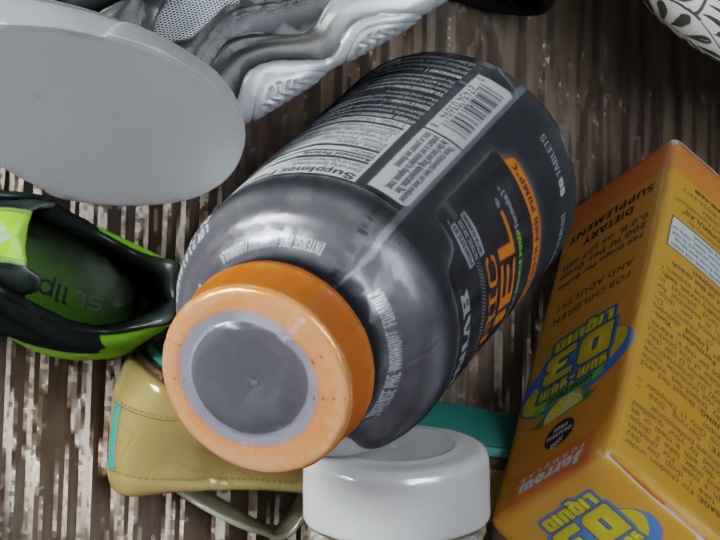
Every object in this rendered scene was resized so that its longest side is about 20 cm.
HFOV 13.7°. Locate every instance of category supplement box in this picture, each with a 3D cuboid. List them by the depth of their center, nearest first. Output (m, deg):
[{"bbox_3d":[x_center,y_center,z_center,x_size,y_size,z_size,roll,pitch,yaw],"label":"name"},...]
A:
[{"bbox_3d":[0.110,0.039,1.168,0.069,0.067,0.200,40,36,-19],"label":"supplement box"}]

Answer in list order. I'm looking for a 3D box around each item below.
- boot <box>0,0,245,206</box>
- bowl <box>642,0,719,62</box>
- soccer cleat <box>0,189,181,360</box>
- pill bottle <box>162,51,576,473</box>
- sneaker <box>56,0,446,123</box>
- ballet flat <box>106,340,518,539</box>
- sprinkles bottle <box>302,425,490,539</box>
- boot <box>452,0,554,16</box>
[{"bbox_3d":[-0.139,-0.089,1.066,0.200,0.074,0.096,16,31,-20],"label":"boot"},{"bbox_3d":[0.151,-0.173,1.223,0.201,0.094,0.201,-32,128,-55],"label":"bowl"},{"bbox_3d":[-0.156,-0.013,1.060,0.200,0.081,0.068,15,74,-27],"label":"soccer cleat"},{"bbox_3d":[0.000,0.000,1.089,0.106,0.106,0.200,58,32,-9],"label":"pill bottle"},{"bbox_3d":[-0.042,-0.123,1.133,0.200,0.075,0.114,-32,96,-14],"label":"sneaker"},{"bbox_3d":[-0.008,0.075,1.152,0.200,0.069,0.063,14,102,-25],"label":"ballet flat"},{"bbox_3d":[0.015,0.160,1.102,0.068,0.068,0.200,-9,105,-31],"label":"sprinkles bottle"},{"bbox_3d":[0.014,-0.189,1.198,0.200,0.072,0.144,30,69,-26],"label":"boot"}]
